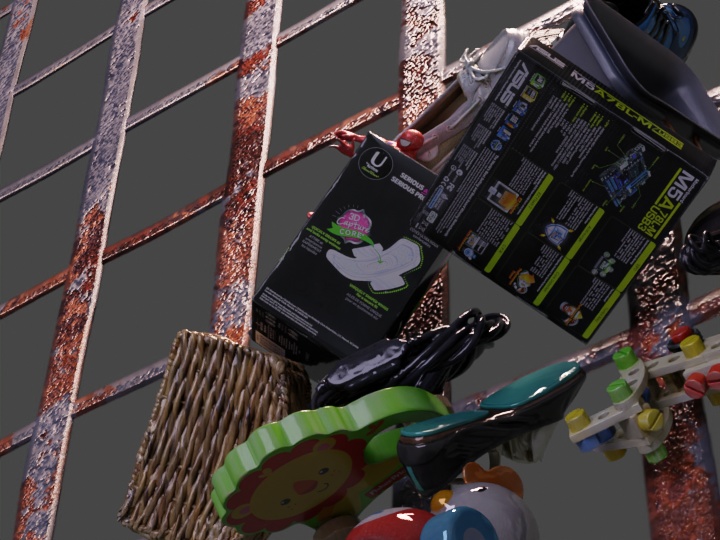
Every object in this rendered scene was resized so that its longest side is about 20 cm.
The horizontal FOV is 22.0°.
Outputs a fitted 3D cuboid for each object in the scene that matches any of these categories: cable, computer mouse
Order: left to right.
[{"bbox_3d":[0.047,0.096,1.648,0.199,0.163,0.051,-27,70,-2],"label":"cable"},{"bbox_3d":[0.342,0.035,1.421,0.200,0.110,0.044,34,102,31],"label":"computer mouse"}]

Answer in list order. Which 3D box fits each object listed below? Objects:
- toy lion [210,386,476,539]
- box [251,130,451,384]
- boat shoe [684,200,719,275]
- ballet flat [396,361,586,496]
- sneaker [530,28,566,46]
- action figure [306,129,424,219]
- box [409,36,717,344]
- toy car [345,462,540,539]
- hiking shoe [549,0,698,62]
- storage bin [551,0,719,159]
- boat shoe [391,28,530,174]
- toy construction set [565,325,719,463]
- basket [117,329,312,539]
[{"bbox_3d":[-0.023,0.164,1.581,0.200,0.192,0.069,-36,56,10],"label":"toy lion"},{"bbox_3d":[0.000,0.000,1.749,0.200,0.124,0.149,-55,-6,-16],"label":"box"},{"bbox_3d":[0.352,-0.025,1.511,0.199,0.075,0.074,-16,43,37],"label":"boat shoe"},{"bbox_3d":[0.114,0.138,1.568,0.199,0.069,0.068,-19,12,-30],"label":"ballet flat"},{"bbox_3d":[0.204,-0.181,1.835,0.075,0.092,0.200,-1,23,10],"label":"sneaker"},{"bbox_3d":[-0.016,-0.098,1.889,0.200,0.099,0.065,-39,27,42],"label":"action figure"},{"bbox_3d":[0.170,-0.066,1.581,0.200,0.193,0.048,-59,-2,32],"label":"box"},{"bbox_3d":[0.076,0.220,1.467,0.184,0.177,0.200,-29,22,40],"label":"toy car"},{"bbox_3d":[0.266,-0.229,1.739,0.074,0.200,0.087,47,130,21],"label":"hiking shoe"},{"bbox_3d":[0.226,-0.128,1.655,0.134,0.200,0.146,-41,54,23],"label":"storage bin"},{"bbox_3d":[0.101,-0.169,1.875,0.202,0.065,0.075,-50,24,34],"label":"boat shoe"},{"bbox_3d":[0.270,0.094,1.452,0.199,0.092,0.131,-4,25,33],"label":"toy construction set"},{"bbox_3d":[-0.118,0.172,1.743,0.142,0.149,0.201,15,81,16],"label":"basket"}]
